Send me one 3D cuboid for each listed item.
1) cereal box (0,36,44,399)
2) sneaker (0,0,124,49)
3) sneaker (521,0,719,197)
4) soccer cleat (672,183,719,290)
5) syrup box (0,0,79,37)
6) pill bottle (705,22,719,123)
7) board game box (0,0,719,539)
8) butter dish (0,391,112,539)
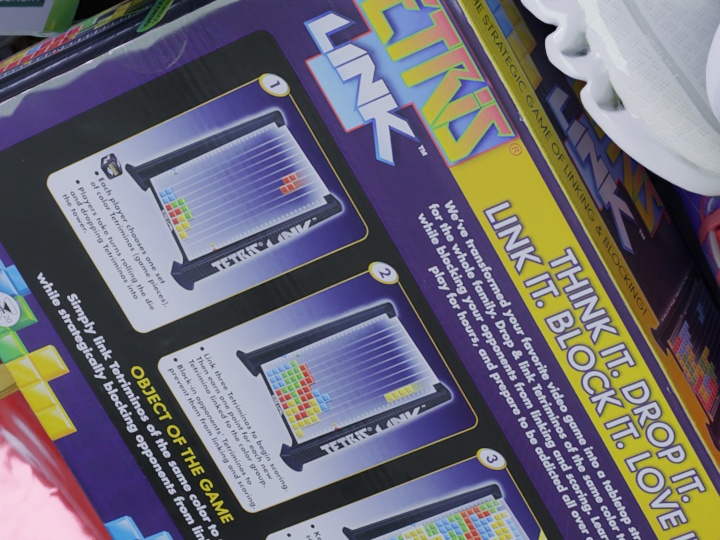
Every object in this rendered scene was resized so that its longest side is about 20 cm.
[{"bbox_3d":[-0.128,-0.068,0.903,0.144,0.039,0.200,58,-168,-25],"label":"cereal box"},{"bbox_3d":[-0.101,-0.095,0.835,0.071,0.099,0.200,47,160,-1],"label":"sneaker"},{"bbox_3d":[0.075,-0.117,0.691,0.081,0.075,0.201,-10,92,40],"label":"sneaker"},{"bbox_3d":[0.121,0.022,0.723,0.200,0.073,0.068,56,146,16],"label":"soccer cleat"},{"bbox_3d":[-0.085,-0.159,0.685,0.081,0.079,0.201,29,107,22],"label":"syrup box"},{"bbox_3d":[0.169,0.001,0.610,0.200,0.112,0.112,52,144,17],"label":"pill bottle"},{"bbox_3d":[-0.001,0.015,0.764,0.165,0.057,0.201,-22,107,26],"label":"board game box"},{"bbox_3d":[-0.053,0.084,0.939,0.200,0.199,0.148,52,121,19],"label":"butter dish"}]
